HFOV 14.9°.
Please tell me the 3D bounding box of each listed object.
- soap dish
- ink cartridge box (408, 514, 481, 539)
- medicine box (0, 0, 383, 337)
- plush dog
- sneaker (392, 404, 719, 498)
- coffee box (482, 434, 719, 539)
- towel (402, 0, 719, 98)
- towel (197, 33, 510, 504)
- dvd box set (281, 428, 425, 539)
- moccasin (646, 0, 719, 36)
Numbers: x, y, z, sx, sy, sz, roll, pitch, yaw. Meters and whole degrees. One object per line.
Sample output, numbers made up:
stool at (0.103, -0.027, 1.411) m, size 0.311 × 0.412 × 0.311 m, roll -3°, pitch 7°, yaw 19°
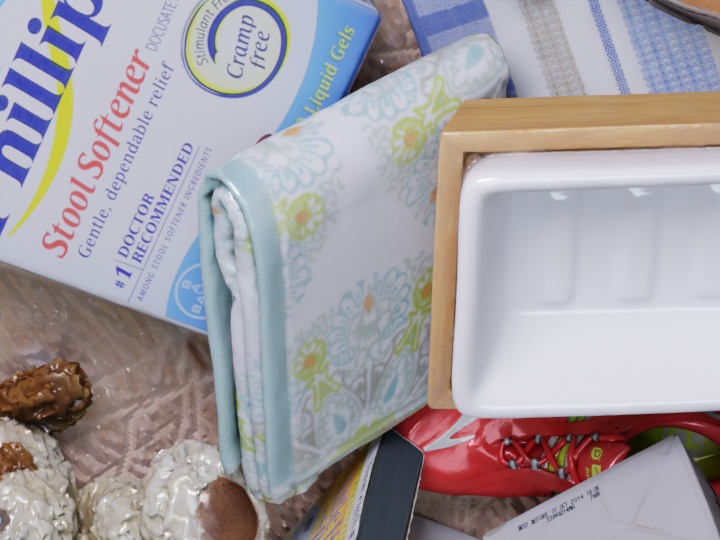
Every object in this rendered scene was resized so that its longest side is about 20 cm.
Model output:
soap dish at (0.131, -0.011, 1.295) m, size 0.199 × 0.081 × 0.158 m, roll -2°, pitch 126°, yaw -4°
ink cartridge box at (0.019, 0.227, 1.387) m, size 0.087 × 0.200 × 0.146 m, roll 23°, pitch 106°, yaw -7°
medicine box at (-0.121, -0.092, 1.310) m, size 0.199 × 0.103 × 0.183 m, roll 20°, pitch 106°, yaw -21°
plush dog at (-0.163, 0.146, 1.398) m, size 0.172 × 0.160 × 0.200 m, roll 41°, pitch 80°, yaw 2°
sneaker at (0.112, 0.088, 1.408) m, size 0.199 × 0.085 × 0.078 m, roll -1°, pitch 107°, yaw -4°
coffee box at (0.158, 0.187, 1.399) m, size 0.114 × 0.080 × 0.200 m, roll -28°, pitch 136°, yaw 10°
towel at (0.123, -0.123, 1.332) m, size 0.199 × 0.024 × 0.148 m, roll -18°, pitch 100°, yaw 24°
towel at (0.000, 0.000, 1.325) m, size 0.171 × 0.048 × 0.201 m, roll -32°, pitch 138°, yaw -33°
dvd box set at (-0.045, 0.184, 1.373) m, size 0.029 × 0.147 × 0.200 m, roll 36°, pitch 117°, yaw -10°
moccasin at (0.175, -0.145, 1.254) m, size 0.201 × 0.074 × 0.078 m, roll 29°, pitch 106°, yaw 12°
